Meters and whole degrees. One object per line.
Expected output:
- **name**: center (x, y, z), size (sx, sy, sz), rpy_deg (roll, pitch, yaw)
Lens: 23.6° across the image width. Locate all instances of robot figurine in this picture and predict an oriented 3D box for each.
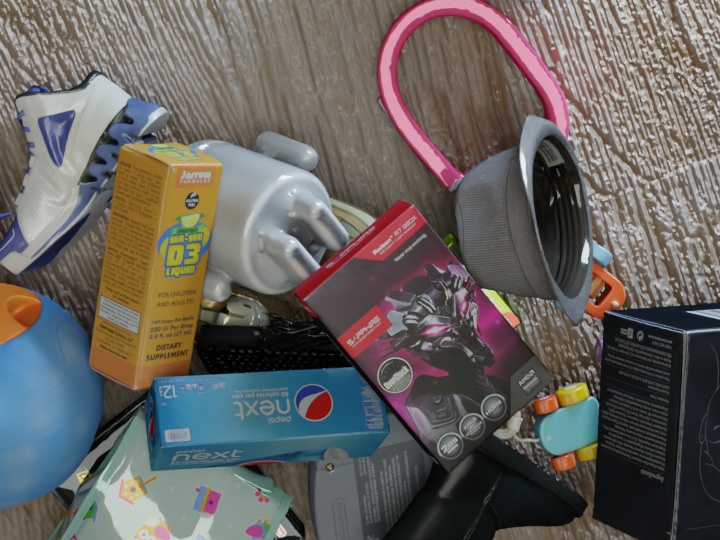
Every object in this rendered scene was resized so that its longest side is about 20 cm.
- **robot figurine**: center (-0.106, -0.048, 1.512), size (0.170, 0.200, 0.113), rpy_deg (-53, 139, -17)

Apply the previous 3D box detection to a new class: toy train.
- **toy train**: center (0.198, 0.083, 1.600), size (0.150, 0.056, 0.200), rpy_deg (32, 87, -10)

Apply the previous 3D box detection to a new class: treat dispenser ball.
- **treat dispenser ball**: center (-0.325, 0.111, 1.506), size (0.200, 0.201, 0.202), rpy_deg (0, 99, -3)

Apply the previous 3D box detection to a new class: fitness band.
- **fitness band**: center (0.101, -0.157, 1.569), size (0.144, 0.037, 0.200), rpy_deg (-39, 100, 3)

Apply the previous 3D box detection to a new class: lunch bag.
- **lunch bag**: center (-0.177, 0.236, 1.528), size (0.170, 0.122, 0.200), rpy_deg (32, 101, -6)

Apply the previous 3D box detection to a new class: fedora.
- **fedora**: center (0.138, -0.039, 1.500), size (0.090, 0.200, 0.177), rpy_deg (-12, 126, 22)

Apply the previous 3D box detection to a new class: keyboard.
- **keyboard**: center (-0.054, 0.080, 1.517), size (0.199, 0.040, 0.104), rpy_deg (1, 142, 15)

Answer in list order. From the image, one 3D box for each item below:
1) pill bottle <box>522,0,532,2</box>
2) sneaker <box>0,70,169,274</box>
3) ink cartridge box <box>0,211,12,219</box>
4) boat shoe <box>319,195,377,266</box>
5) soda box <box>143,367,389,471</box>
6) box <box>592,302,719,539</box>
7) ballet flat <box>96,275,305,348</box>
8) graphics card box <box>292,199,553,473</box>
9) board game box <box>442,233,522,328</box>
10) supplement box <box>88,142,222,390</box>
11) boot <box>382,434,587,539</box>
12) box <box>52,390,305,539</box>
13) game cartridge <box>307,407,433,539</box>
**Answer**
- **pill bottle**: center (0.114, -0.341, 1.501), size (0.200, 0.114, 0.114), rpy_deg (42, 95, -8)
- **sneaker**: center (-0.272, -0.102, 1.545), size (0.115, 0.081, 0.200), rpy_deg (42, 102, 6)
- **ink cartridge box**: center (-0.405, -0.046, 1.488), size (0.199, 0.136, 0.077), rpy_deg (13, 102, 11)
- **boat shoe**: center (0.000, 0.000, 1.528), size (0.200, 0.076, 0.072), rpy_deg (30, 141, 26)
- **soda box**: center (-0.081, 0.127, 1.475), size (0.199, 0.068, 0.064), rpy_deg (-1, 66, -16)
- **box**: center (0.326, 0.135, 1.549), size (0.199, 0.124, 0.197), rpy_deg (-2, 98, -29)
- **ballet flat**: center (-0.145, 0.043, 1.573), size (0.199, 0.065, 0.071), rpy_deg (12, 94, -6)
- **graphics card box**: center (0.053, 0.056, 1.451), size (0.125, 0.051, 0.200), rpy_deg (-40, 102, -6)
- **board game box**: center (0.040, 0.070, 1.596), size (0.200, 0.048, 0.102), rpy_deg (-40, 99, 4)
- **supplement box**: center (-0.174, -0.005, 1.458), size (0.069, 0.066, 0.201), rpy_deg (20, 108, 39)
- **boot**: center (0.104, 0.240, 1.566), size (0.200, 0.076, 0.168), rpy_deg (35, 83, -43)
- **box**: center (-0.172, 0.218, 1.609), size (0.159, 0.046, 0.200), rpy_deg (-37, 98, 3)
- **game cartridge**: center (0.019, 0.213, 1.591), size (0.133, 0.040, 0.201), rpy_deg (-13, 116, -14)
